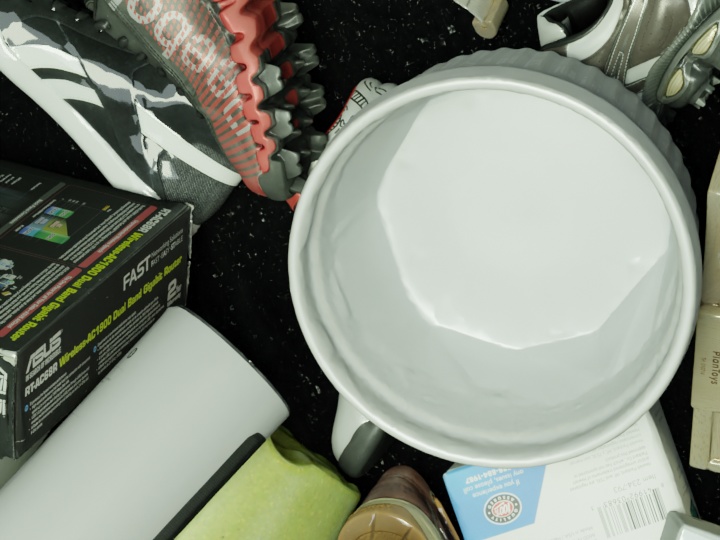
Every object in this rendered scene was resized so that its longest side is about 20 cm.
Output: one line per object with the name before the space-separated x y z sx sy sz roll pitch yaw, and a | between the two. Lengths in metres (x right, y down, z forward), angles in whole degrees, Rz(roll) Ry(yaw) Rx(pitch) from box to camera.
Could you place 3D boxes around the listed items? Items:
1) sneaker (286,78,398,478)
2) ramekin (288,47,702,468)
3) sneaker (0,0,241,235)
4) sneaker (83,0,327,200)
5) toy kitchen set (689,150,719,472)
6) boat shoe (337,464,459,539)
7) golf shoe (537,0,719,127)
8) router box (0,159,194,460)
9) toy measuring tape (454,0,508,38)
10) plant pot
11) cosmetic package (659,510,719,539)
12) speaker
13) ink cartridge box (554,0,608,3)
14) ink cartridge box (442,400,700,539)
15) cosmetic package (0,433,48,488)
sneaker | 0.000 -0.001 1.549 0.108 0.067 0.202 25 96 9
ramekin | 0.073 -0.015 1.432 0.199 0.105 0.201 5 112 13
sneaker | -0.125 -0.123 1.564 0.112 0.073 0.200 -43 95 8
sneaker | -0.084 -0.125 1.495 0.098 0.071 0.201 -17 101 21
toy kitchen set | 0.268 -0.010 1.494 0.163 0.181 0.200 11 137 13
boat shoe | 0.046 0.194 1.556 0.072 0.072 0.200 -15 113 22
golf shoe | 0.120 -0.090 1.493 0.094 0.078 0.200 34 120 -1
router box | -0.193 0.012 1.478 0.149 0.200 0.062 13 117 19
toy measuring tape | -0.017 -0.178 1.545 0.200 0.074 0.074 35 101 -12
plant pot | -0.103 0.151 1.533 0.200 0.200 0.184 35 89 6
cosmetic package | 0.173 0.232 1.463 0.101 0.071 0.201 17 92 1
speaker | -0.130 0.114 1.419 0.081 0.081 0.200 42 79 4
ink cartridge box | 0.092 -0.226 1.508 0.199 0.057 0.163 15 99 5
ink cartridge box | 0.132 0.178 1.538 0.116 0.067 0.201 -19 91 11
cosmetic package | -0.227 0.065 1.524 0.112 0.200 0.081 10 116 8
